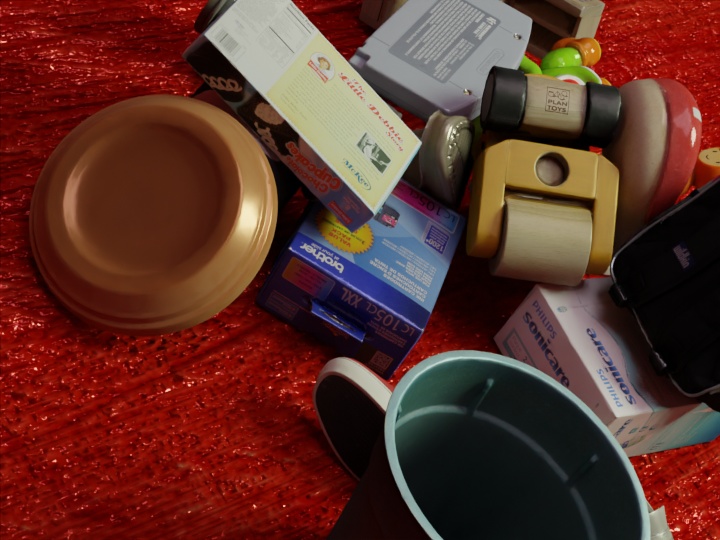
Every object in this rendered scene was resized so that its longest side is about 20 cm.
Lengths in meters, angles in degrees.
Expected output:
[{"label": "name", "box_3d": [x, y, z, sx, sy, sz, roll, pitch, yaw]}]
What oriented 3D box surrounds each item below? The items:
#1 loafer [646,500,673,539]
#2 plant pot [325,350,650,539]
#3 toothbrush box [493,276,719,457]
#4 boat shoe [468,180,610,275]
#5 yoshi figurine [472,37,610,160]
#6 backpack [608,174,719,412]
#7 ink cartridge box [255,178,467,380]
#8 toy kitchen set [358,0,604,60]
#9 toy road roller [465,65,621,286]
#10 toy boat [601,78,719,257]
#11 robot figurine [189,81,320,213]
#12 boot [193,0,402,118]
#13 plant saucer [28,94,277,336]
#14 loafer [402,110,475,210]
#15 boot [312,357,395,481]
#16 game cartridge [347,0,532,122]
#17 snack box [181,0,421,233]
[{"label": "loafer", "box_3d": [0.224, 0.222, 1.201, 0.070, 0.070, 0.200, -19, 63, -44]}, {"label": "plant pot", "box_3d": [0.065, 0.195, 1.019, 0.198, 0.197, 0.202, 18, 42, -17]}, {"label": "toothbrush box", "box_3d": [0.243, 0.086, 1.338, 0.198, 0.086, 0.147, -4, 54, -38]}, {"label": "boat shoe", "box_3d": [0.197, -0.056, 1.451, 0.199, 0.060, 0.074, 24, 39, -25]}, {"label": "yoshi figurine", "box_3d": [0.173, -0.168, 1.530, 0.112, 0.113, 0.200, 35, 44, 20]}, {"label": "backpack", "box_3d": [0.340, 0.008, 1.264, 0.150, 0.200, 0.179, 18, 38, -48]}, {"label": "ink cartridge box", "box_3d": [0.000, 0.000, 1.269, 0.136, 0.077, 0.201, 30, 41, -4]}, {"label": "toy kitchen set", "box_3d": [0.140, -0.318, 1.575, 0.180, 0.165, 0.199, 36, 35, 31]}, {"label": "toy road roller", "box_3d": [0.158, -0.080, 1.339, 0.121, 0.146, 0.202, 8, 76, -6]}, {"label": "toy boat", "box_3d": [0.291, -0.090, 1.359, 0.129, 0.201, 0.132, -3, 62, 4]}, {"label": "robot figurine", "box_3d": [-0.102, -0.104, 1.264, 0.150, 0.124, 0.200, 46, 41, -10]}, {"label": "boot", "box_3d": [-0.054, -0.182, 1.371, 0.200, 0.073, 0.182, 42, 1, 5]}, {"label": "plant saucer", "box_3d": [-0.164, -0.050, 1.143, 0.198, 0.038, 0.202, -2, 70, 6]}, {"label": "loafer", "box_3d": [0.066, -0.099, 1.363, 0.068, 0.200, 0.077, 15, 81, 7]}, {"label": "boot", "box_3d": [0.061, 0.127, 1.188, 0.200, 0.072, 0.144, 45, 40, 0]}, {"label": "game cartridge", "box_3d": [0.087, -0.215, 1.456, 0.132, 0.041, 0.200, 29, 46, 13]}, {"label": "snack box", "box_3d": [-0.044, -0.140, 1.218, 0.200, 0.037, 0.116, 46, 41, -11]}]
